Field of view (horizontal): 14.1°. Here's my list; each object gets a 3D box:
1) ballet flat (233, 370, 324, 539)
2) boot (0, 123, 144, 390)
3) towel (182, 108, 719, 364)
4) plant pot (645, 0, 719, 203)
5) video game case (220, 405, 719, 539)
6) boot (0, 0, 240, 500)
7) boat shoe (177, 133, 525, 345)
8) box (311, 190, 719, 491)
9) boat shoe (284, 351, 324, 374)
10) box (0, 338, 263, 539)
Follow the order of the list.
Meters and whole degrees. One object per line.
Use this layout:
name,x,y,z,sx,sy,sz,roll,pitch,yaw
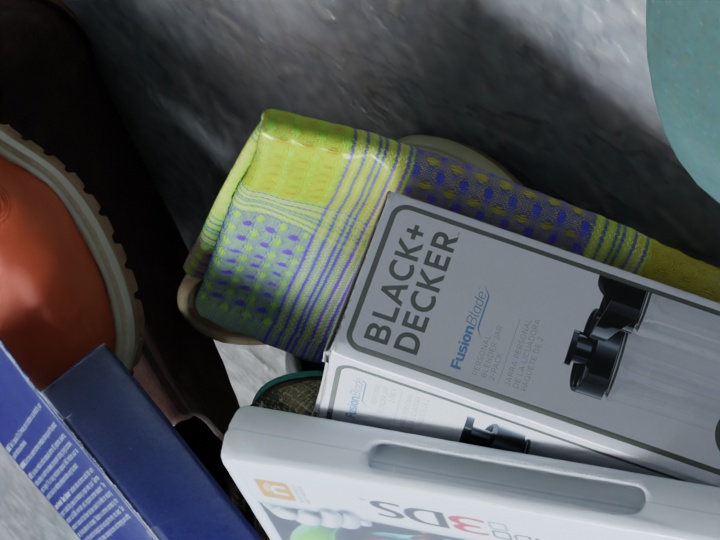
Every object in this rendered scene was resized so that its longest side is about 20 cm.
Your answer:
ballet flat,-0.019,0.112,1.050,0.200,0.067,0.076,95,167,-59
boot,-0.164,-0.021,1.023,0.200,0.107,0.075,48,123,-2
towel,0.046,0.016,0.942,0.199,0.023,0.144,23,152,-5
plant pot,0.172,-0.037,0.564,0.196,0.200,0.201,34,154,40
video game case,0.066,0.113,0.924,0.181,0.023,0.200,9,151,23
boot,-0.098,-0.011,1.110,0.167,0.072,0.200,58,178,30
boat shoe,0.000,0.000,1.028,0.072,0.065,0.200,54,154,-19
box,0.085,0.056,0.900,0.199,0.060,0.117,18,152,4
boat shoe,0.050,0.093,1.076,0.202,0.074,0.065,42,173,25
box,-0.063,0.094,0.977,0.200,0.032,0.121,50,163,0
